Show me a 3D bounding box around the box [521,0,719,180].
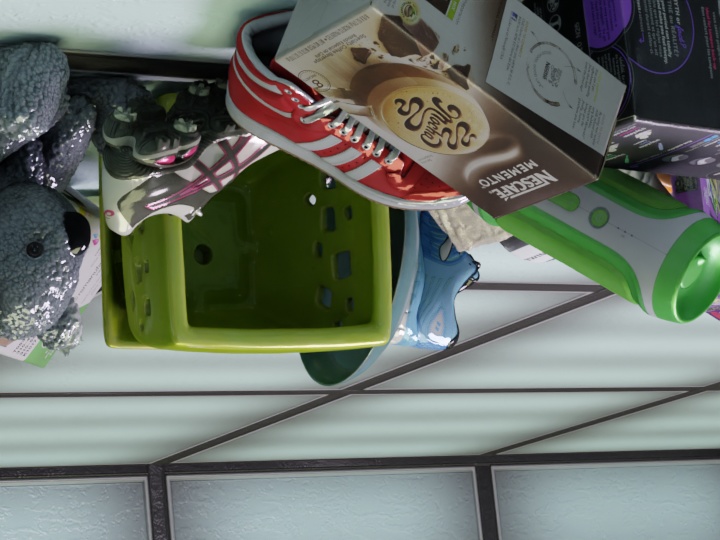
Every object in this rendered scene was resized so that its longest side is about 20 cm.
[{"bbox_3d":[0.224,-0.140,1.576,0.199,0.123,0.106,4,164,-36],"label":"box"}]

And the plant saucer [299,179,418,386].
[{"bbox_3d":[0.000,0.000,1.855,0.027,0.201,0.200,12,161,-24],"label":"plant saucer"}]

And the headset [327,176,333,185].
[{"bbox_3d":[-0.097,-0.028,1.972,0.200,0.094,0.124,-35,136,2],"label":"headset"}]

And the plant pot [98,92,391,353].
[{"bbox_3d":[-0.105,-0.027,1.788,0.198,0.201,0.181,1,172,-30],"label":"plant pot"}]

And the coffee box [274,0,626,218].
[{"bbox_3d":[0.061,-0.129,1.453,0.200,0.080,0.113,34,149,-24],"label":"coffee box"}]

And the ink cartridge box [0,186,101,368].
[{"bbox_3d":[-0.292,-0.010,1.849,0.084,0.145,0.200,36,-179,19],"label":"ink cartridge box"}]

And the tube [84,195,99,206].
[{"bbox_3d":[-0.172,-0.044,2.008,0.199,0.058,0.052,1,-159,-13],"label":"tube"}]

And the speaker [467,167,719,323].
[{"bbox_3d":[0.170,-0.038,1.611,0.200,0.089,0.088,31,-170,32],"label":"speaker"}]

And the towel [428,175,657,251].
[{"bbox_3d":[0.132,-0.090,1.798,0.199,0.035,0.133,-14,125,31],"label":"towel"}]

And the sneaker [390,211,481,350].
[{"bbox_3d":[0.058,-0.015,1.903,0.090,0.201,0.078,21,148,-21],"label":"sneaker"}]

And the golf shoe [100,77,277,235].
[{"bbox_3d":[-0.121,-0.088,1.645,0.077,0.088,0.200,32,-149,31],"label":"golf shoe"}]

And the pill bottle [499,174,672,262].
[{"bbox_3d":[0.200,-0.079,1.886,0.106,0.107,0.200,2,166,-33],"label":"pill bottle"}]

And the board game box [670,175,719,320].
[{"bbox_3d":[0.269,-0.067,1.750,0.032,0.201,0.120,-8,167,17],"label":"board game box"}]

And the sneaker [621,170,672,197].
[{"bbox_3d":[0.181,-0.092,1.704,0.200,0.077,0.080,38,128,-15],"label":"sneaker"}]

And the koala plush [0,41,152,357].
[{"bbox_3d":[-0.255,-0.040,1.623,0.183,0.201,0.177,-11,167,25],"label":"koala plush"}]

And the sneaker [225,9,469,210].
[{"bbox_3d":[-0.003,-0.114,1.555,0.199,0.071,0.113,22,154,7],"label":"sneaker"}]
